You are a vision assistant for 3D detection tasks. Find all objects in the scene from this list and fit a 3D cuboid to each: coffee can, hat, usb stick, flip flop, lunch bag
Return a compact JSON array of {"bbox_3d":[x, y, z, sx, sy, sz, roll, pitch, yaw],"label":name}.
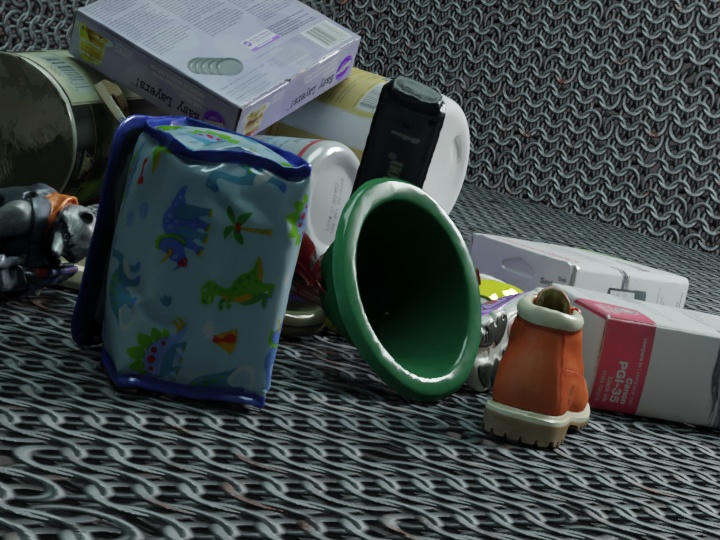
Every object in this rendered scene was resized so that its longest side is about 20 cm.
[{"bbox_3d":[-0.274,-0.122,1.672,0.146,0.146,0.200,15,12,16],"label":"coffee can"},{"bbox_3d":[-0.022,0.024,1.482,0.176,0.200,0.166,-19,-38,38],"label":"hat"},{"bbox_3d":[0.022,-0.067,1.504,0.055,0.200,0.033,26,44,9],"label":"usb stick"},{"bbox_3d":[-0.096,0.021,1.514,0.081,0.058,0.200,18,8,36],"label":"flip flop"},{"bbox_3d":[-0.120,-0.015,1.294,0.127,0.170,0.200,12,8,-15],"label":"lunch bag"}]

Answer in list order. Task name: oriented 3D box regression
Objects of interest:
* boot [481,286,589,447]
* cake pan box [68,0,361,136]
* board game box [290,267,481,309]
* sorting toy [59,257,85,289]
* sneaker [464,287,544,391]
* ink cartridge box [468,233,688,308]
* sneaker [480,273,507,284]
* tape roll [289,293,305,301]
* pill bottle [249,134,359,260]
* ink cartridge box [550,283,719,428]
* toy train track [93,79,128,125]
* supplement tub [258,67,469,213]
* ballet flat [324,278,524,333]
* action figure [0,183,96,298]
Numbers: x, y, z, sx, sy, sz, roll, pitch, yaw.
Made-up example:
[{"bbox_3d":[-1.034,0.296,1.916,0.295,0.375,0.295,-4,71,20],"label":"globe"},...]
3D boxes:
[{"bbox_3d":[0.141,0.064,1.419,0.075,0.107,0.200,12,5,8],"label":"boot"},{"bbox_3d":[-0.124,-0.201,1.671,0.184,0.052,0.200,32,40,16],"label":"cake pan box"},{"bbox_3d":[0.000,0.000,1.613,0.103,0.019,0.200,-31,33,-26],"label":"board game box"},{"bbox_3d":[-0.236,-0.010,1.628,0.185,0.036,0.200,13,11,3],"label":"sorting toy"},{"bbox_3d":[0.099,0.050,1.579,0.083,0.081,0.200,10,5,26],"label":"sneaker"},{"bbox_3d":[0.221,0.024,1.978,0.200,0.084,0.145,6,9,-46],"label":"ink cartridge box"},{"bbox_3d":[0.086,0.027,1.731,0.200,0.076,0.088,7,9,-36],"label":"sneaker"},{"bbox_3d":[-0.056,-0.025,1.801,0.200,0.066,0.200,10,17,-3],"label":"tape roll"},{"bbox_3d":[-0.103,-0.064,1.638,0.200,0.109,0.109,7,2,33],"label":"pill bottle"},{"bbox_3d":[0.267,0.078,1.625,0.200,0.083,0.147,11,7,-15],"label":"ink cartridge box"},{"bbox_3d":[-0.156,-0.083,1.569,0.200,0.033,0.115,54,-8,22],"label":"toy train track"},{"bbox_3d":[-0.015,-0.117,1.764,0.200,0.145,0.145,21,10,27],"label":"supplement tub"},{"bbox_3d":[0.058,0.042,1.653,0.200,0.067,0.067,6,22,-15],"label":"ballet flat"},{"bbox_3d":[-0.289,-0.032,1.416,0.193,0.105,0.200,4,4,5],"label":"action figure"}]
